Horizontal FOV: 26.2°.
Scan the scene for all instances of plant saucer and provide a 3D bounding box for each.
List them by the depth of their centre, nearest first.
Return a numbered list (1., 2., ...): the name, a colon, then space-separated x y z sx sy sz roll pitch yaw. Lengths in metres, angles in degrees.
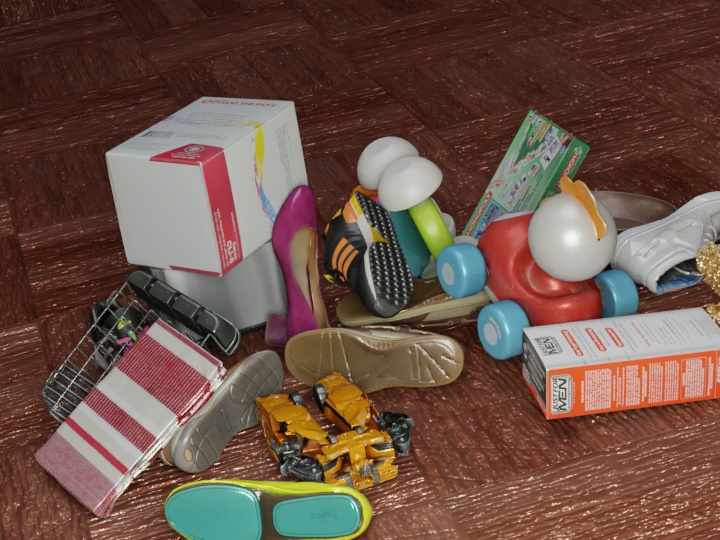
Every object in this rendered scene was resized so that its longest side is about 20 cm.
1. plant saucer: 0.299 -0.061 1.950 0.199 0.037 0.201 -1 17 0

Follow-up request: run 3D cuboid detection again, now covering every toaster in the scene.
1. toaster: -0.179 0.008 1.909 0.180 0.119 0.200 -15 25 -10

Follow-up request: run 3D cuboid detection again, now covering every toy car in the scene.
1. toy car: 0.211 -0.032 1.670 0.183 0.201 0.177 -13 51 -27
2. toy car: 0.044 -0.054 1.913 0.150 0.175 0.200 -32 28 -5

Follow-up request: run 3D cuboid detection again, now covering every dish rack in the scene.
1. dish rack: -0.247 0.104 1.705 0.153 0.055 0.200 28 74 29

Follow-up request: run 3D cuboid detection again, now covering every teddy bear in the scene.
1. teddy bear: 0.441 0.011 1.696 0.145 0.067 0.200 48 38 16

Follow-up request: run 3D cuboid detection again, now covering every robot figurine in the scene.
1. robot figurine: -0.028 0.168 1.574 0.144 0.059 0.200 -17 25 -16

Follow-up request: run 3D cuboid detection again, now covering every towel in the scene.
1. towel: -0.240 0.151 1.615 0.200 0.023 0.144 -49 41 -11

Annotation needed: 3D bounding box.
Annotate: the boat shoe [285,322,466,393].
1. boat shoe: 0.019 0.093 1.706 0.199 0.073 0.072 -3 9 13

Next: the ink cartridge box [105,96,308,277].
1. ink cartridge box: -0.175 -0.105 1.830 0.145 0.145 0.200 7 29 31

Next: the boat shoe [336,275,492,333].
1. boat shoe: 0.073 0.049 1.782 0.199 0.072 0.072 -13 34 -6

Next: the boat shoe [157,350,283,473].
1. boat shoe: -0.156 0.142 1.662 0.071 0.076 0.200 5 26 33

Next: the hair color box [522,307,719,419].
1. hair color box: 0.275 0.094 1.598 0.199 0.062 0.102 -5 24 -7

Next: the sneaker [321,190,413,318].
1. sneaker: 0.000 0.000 1.768 0.090 0.070 0.201 -42 35 24

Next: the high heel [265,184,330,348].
1. high heel: -0.055 0.000 1.812 0.096 0.201 0.067 5 0 40

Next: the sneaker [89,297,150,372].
1. sneaker: -0.261 0.089 1.784 0.074 0.088 0.200 -28 32 -22

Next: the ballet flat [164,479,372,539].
1. ballet flat: -0.084 0.229 1.472 0.199 0.067 0.067 -1 4 12

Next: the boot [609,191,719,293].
1. boot: 0.399 -0.026 1.847 0.199 0.074 0.096 -24 40 -22

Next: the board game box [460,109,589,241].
1. board game box: 0.197 -0.089 1.913 0.029 0.201 0.135 23 12 -24
